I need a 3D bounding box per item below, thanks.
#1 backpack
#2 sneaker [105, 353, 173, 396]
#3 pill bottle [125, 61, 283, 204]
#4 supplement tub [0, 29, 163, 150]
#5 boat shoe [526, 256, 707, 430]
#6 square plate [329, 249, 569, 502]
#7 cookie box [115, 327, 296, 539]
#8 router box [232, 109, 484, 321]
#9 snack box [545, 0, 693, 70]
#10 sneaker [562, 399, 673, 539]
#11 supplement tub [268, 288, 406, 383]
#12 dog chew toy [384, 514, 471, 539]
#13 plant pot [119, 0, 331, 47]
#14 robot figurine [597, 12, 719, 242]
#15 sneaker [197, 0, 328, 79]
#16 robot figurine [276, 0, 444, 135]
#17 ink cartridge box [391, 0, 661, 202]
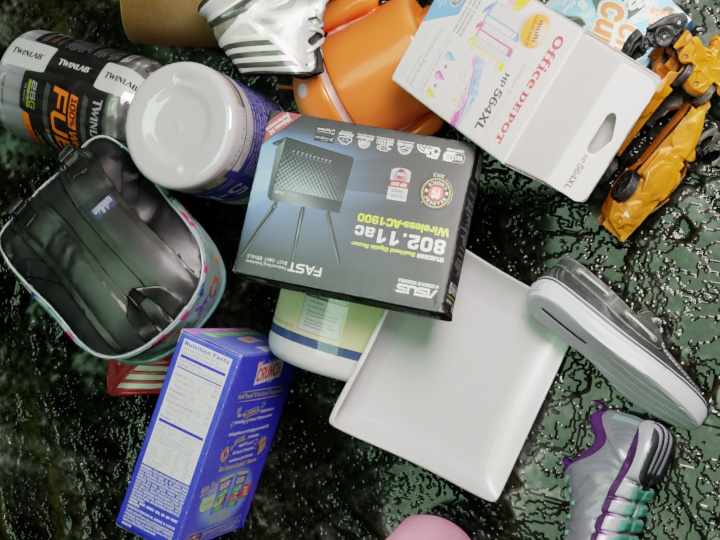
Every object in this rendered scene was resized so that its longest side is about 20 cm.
[{"bbox_3d":[-0.234,-0.007,1.198,0.177,0.151,0.200,-44,72,-1],"label":"backpack"},{"bbox_3d":[-0.278,0.069,1.310,0.198,0.078,0.117,27,95,21],"label":"sneaker"},{"bbox_3d":[-0.135,-0.129,1.200,0.118,0.200,0.122,-1,86,21],"label":"pill bottle"},{"bbox_3d":[-0.284,-0.181,1.302,0.198,0.122,0.124,17,93,21],"label":"supplement tub"},{"bbox_3d":[0.248,0.062,1.112,0.200,0.072,0.071,41,68,3],"label":"boat shoe"},{"bbox_3d":[0.089,0.090,1.128,0.199,0.028,0.200,28,85,-24],"label":"square plate"},{"bbox_3d":[-0.146,0.163,1.206,0.074,0.171,0.202,21,93,17],"label":"cookie box"},{"bbox_3d":[-0.001,-0.049,1.066,0.197,0.062,0.152,10,83,13],"label":"router box"},{"bbox_3d":[0.208,-0.202,1.161,0.200,0.037,0.116,-46,74,12],"label":"snack box"},{"bbox_3d":[0.217,0.226,1.127,0.087,0.074,0.202,23,88,37],"label":"sneaker"},{"bbox_3d":[0.000,0.000,1.171,0.143,0.145,0.203,16,93,21],"label":"supplement tub"},{"bbox_3d":[0.091,0.329,1.136,0.200,0.124,0.125,45,102,10],"label":"dog chew toy"},{"bbox_3d":[-0.122,-0.305,1.234,0.197,0.186,0.189,14,92,4],"label":"plant pot"},{"bbox_3d":[0.267,-0.136,1.107,0.144,0.058,0.201,36,101,-15],"label":"robot figurine"},{"bbox_3d":[-0.043,-0.251,1.141,0.199,0.076,0.116,-31,100,-1],"label":"sneaker"},{"bbox_3d":[0.018,-0.192,1.192,0.198,0.144,0.118,-26,54,17],"label":"robot figurine"},{"bbox_3d":[0.150,-0.163,1.053,0.200,0.124,0.130,44,109,44],"label":"ink cartridge box"}]
